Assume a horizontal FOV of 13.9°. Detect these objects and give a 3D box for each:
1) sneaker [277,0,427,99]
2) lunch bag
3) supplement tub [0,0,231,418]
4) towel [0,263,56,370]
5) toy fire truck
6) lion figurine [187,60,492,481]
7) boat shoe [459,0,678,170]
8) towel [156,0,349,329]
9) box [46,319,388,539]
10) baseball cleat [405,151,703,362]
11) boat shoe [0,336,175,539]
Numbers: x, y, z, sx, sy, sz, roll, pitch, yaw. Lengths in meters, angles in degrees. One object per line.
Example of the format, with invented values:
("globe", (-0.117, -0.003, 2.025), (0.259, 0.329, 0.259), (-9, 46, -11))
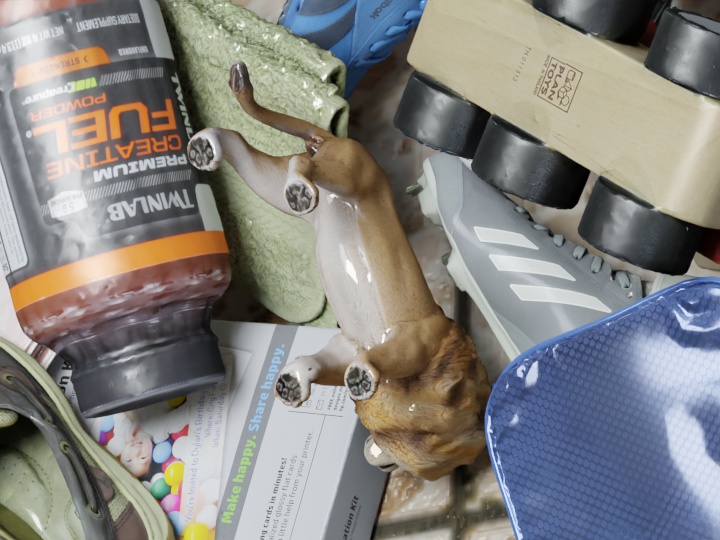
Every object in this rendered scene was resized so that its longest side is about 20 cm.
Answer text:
("sneaker", (0.013, -0.137, 1.421), (0.078, 0.066, 0.200), (28, 118, 7))
("lunch bag", (0.152, 0.111, 1.180), (0.136, 0.132, 0.200), (-22, 73, 28))
("supplement tub", (-0.123, -0.035, 1.386), (0.107, 0.107, 0.200), (-19, 85, 24))
("towel", (-0.226, 0.045, 1.518), (0.191, 0.032, 0.200), (-57, 38, 1))
("toy fire truck", (0.134, -0.051, 1.222), (0.176, 0.200, 0.129), (32, 108, 42))
("lion figurine", (0.000, 0.000, 1.314), (0.072, 0.122, 0.200), (-14, 90, 33))
("boat shoe", (0.108, -0.124, 1.324), (0.072, 0.071, 0.200), (33, 88, 36))
("towel", (-0.069, -0.064, 1.433), (0.036, 0.148, 0.200), (-21, 37, -32))
("box", (-0.082, 0.100, 1.414), (0.200, 0.041, 0.156), (3, 68, 36))
("baseball cleat", (0.101, 0.012, 1.331), (0.106, 0.070, 0.200), (-31, 61, 7))
("boat shoe", (-0.170, 0.082, 1.387), (0.201, 0.066, 0.072), (40, 96, 26))
